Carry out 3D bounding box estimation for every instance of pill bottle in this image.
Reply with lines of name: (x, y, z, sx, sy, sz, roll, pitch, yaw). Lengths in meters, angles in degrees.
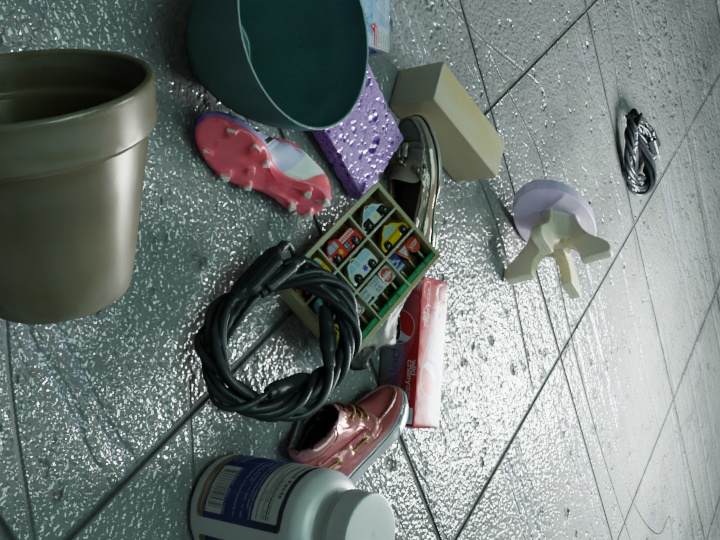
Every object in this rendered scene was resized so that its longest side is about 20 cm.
pill bottle: (-0.068, 0.251, 0.873, 0.110, 0.198, 0.112, 1, 88, -53)

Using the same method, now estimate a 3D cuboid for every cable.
cable: (-0.086, 0.078, 0.929, 0.163, 0.051, 0.201, 50, 56, -19)
cable: (0.621, -0.266, 1.948, 0.200, 0.050, 0.164, 51, 56, -43)

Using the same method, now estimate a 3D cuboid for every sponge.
sponge: (-0.015, -0.195, 1.070, 0.112, 0.030, 0.201, -58, 141, -24)

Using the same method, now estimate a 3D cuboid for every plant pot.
plant pot: (-0.102, -0.239, 0.897, 0.199, 0.134, 0.203, 3, 86, -53)
plant pot: (-0.250, -0.061, 0.673, 0.200, 0.198, 0.175, -36, 133, -48)

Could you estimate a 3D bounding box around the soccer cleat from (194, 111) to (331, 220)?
soccer cleat: (-0.107, -0.125, 0.960, 0.199, 0.066, 0.077, 30, 34, -43)

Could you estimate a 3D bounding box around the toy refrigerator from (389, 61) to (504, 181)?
toy refrigerator: (0.130, -0.213, 1.258, 0.200, 0.075, 0.071, 40, 58, -44)

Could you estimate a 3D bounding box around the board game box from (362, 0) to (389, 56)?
board game box: (-0.035, -0.386, 1.069, 0.199, 0.041, 0.203, 2, 88, -53)

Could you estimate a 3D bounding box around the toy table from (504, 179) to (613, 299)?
toy table: (0.329, -0.047, 1.450, 0.199, 0.183, 0.118, 36, 44, -33)

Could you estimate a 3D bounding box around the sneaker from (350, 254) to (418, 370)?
sneaker: (0.026, 0.050, 1.119, 0.200, 0.066, 0.091, -49, 131, -34)

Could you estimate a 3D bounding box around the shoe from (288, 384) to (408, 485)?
shoe: (-0.011, 0.187, 1.057, 0.200, 0.071, 0.092, -46, 130, -38)

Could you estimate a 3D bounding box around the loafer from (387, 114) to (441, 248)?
loafer: (0.068, -0.110, 1.181, 0.063, 0.071, 0.203, -10, 100, -45)

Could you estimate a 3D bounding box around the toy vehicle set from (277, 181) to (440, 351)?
toy vehicle set: (0.000, 0.000, 1.050, 0.124, 0.026, 0.200, 47, 57, -7)

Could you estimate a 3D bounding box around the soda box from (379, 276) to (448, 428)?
soda box: (0.072, 0.111, 1.179, 0.070, 0.063, 0.203, 14, 79, -52)
